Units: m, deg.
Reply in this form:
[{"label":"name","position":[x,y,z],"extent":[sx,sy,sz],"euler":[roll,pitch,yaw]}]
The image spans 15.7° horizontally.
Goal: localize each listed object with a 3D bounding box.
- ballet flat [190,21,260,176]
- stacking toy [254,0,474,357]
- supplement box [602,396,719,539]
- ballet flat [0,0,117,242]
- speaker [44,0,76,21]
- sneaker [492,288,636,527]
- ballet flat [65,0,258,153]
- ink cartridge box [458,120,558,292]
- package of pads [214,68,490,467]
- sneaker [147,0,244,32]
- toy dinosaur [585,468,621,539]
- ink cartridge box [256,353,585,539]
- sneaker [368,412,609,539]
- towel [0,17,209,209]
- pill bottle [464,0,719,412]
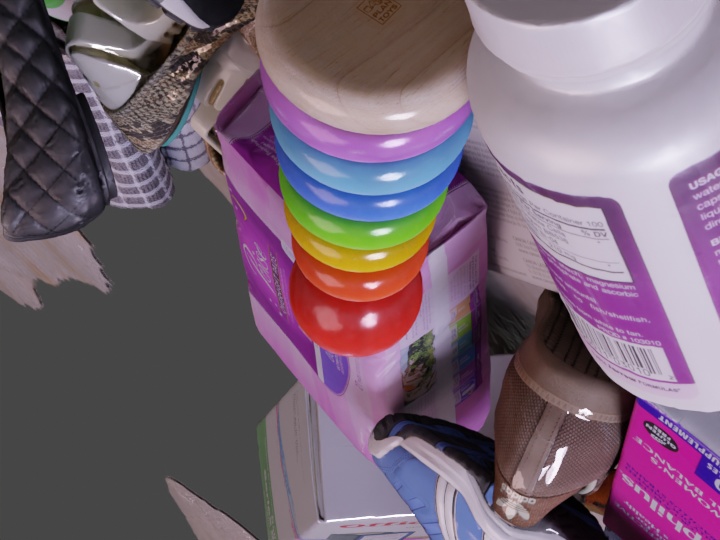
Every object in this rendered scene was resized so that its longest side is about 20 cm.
[{"label":"ballet flat","position":[-0.056,-0.095,1.264],"extent":[0.070,0.065,0.200],"euler":[40,165,18]},{"label":"stacking toy","position":[0.003,-0.036,0.977],"extent":[0.085,0.085,0.200],"euler":[38,154,20]},{"label":"supplement box","position":[0.173,0.074,1.061],"extent":[0.101,0.103,0.200],"euler":[39,167,14]},{"label":"ballet flat","position":[-0.168,-0.109,1.167],"extent":[0.066,0.057,0.201],"euler":[126,121,-77]},{"label":"speaker","position":[-0.121,-0.175,1.177],"extent":[0.088,0.088,0.200],"euler":[43,166,1]},{"label":"sneaker","position":[0.090,0.054,1.120],"extent":[0.070,0.076,0.200],"euler":[29,-166,12]},{"label":"ballet flat","position":[-0.089,-0.116,1.164],"extent":[0.200,0.075,0.068],"euler":[-42,51,53]},{"label":"ink cartridge box","position":[0.063,-0.080,1.067],"extent":[0.162,0.050,0.201],"euler":[20,138,59]},{"label":"package of pads","position":[0.000,0.000,1.177],"extent":[0.121,0.076,0.200],"euler":[46,163,25]},{"label":"sneaker","position":[-0.080,-0.185,1.017],"extent":[0.200,0.087,0.076],"euler":[58,-171,-33]},{"label":"toy dinosaur","position":[0.147,0.126,1.320],"extent":[0.200,0.105,0.182],"euler":[48,151,25]},{"label":"ink cartridge box","position":[0.029,0.103,1.416],"extent":[0.200,0.144,0.088],"euler":[126,139,-74]},{"label":"sneaker","position":[0.072,0.137,1.120],"extent":[0.200,0.077,0.076],"euler":[41,-164,22]},{"label":"towel","position":[-0.182,-0.136,1.454],"extent":[0.200,0.086,0.166],"euler":[36,163,28]},{"label":"pill bottle","position":[0.101,-0.050,0.882],"extent":[0.112,0.112,0.200],"euler":[31,161,39]}]
